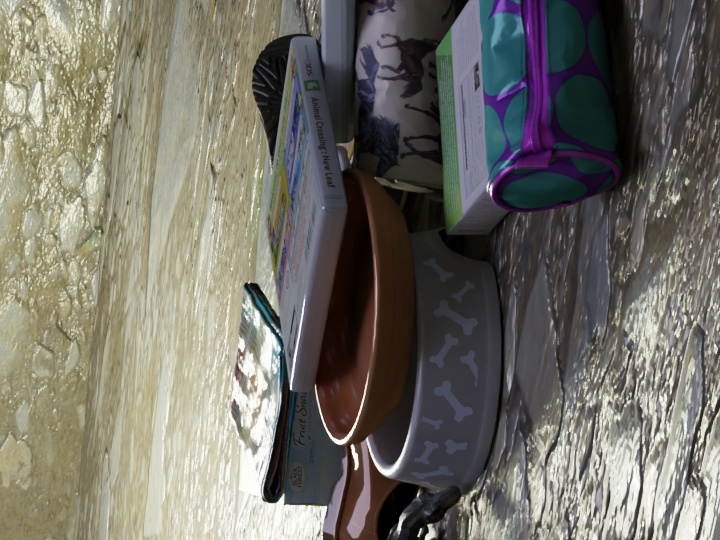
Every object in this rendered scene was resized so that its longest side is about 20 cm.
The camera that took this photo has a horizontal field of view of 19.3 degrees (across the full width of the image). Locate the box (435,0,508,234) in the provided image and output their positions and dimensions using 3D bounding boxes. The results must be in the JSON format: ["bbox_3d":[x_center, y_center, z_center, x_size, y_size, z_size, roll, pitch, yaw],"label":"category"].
[{"bbox_3d":[0.096,-0.123,1.435,0.200,0.036,0.146,132,138,-67],"label":"box"}]

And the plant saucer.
[{"bbox_3d":[0.002,0.027,1.547,0.200,0.037,0.202,-179,90,-75],"label":"plant saucer"}]

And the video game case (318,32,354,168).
[{"bbox_3d":[-0.022,-0.127,1.924,0.201,0.025,0.182,111,157,-51],"label":"video game case"}]

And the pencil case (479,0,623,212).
[{"bbox_3d":[0.108,-0.140,1.279,0.092,0.084,0.202,49,-145,-67],"label":"pencil case"}]

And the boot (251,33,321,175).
[{"bbox_3d":[-0.050,-0.076,1.826,0.201,0.066,0.176,82,-174,-53],"label":"boot"}]

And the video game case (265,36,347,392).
[{"bbox_3d":[-0.043,-0.042,1.601,0.201,0.022,0.183,101,164,-46],"label":"video game case"}]

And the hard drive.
[{"bbox_3d":[-0.014,-0.217,1.607,0.132,0.026,0.201,-84,-5,-55],"label":"hard drive"}]

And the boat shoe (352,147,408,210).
[{"bbox_3d":[0.018,-0.123,1.698,0.067,0.056,0.201,-105,22,-48],"label":"boat shoe"}]

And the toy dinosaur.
[{"bbox_3d":[0.029,0.235,1.567,0.088,0.047,0.201,-13,-54,-64],"label":"toy dinosaur"}]

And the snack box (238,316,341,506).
[{"bbox_3d":[-0.061,0.127,1.963,0.200,0.067,0.170,171,101,-74],"label":"snack box"}]

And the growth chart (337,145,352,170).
[{"bbox_3d":[0.000,0.000,1.729,0.145,0.018,0.201,-109,10,-57],"label":"growth chart"}]

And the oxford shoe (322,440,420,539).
[{"bbox_3d":[0.023,0.136,1.670,0.071,0.071,0.202,8,94,45],"label":"oxford shoe"}]

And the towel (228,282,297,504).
[{"bbox_3d":[-0.090,0.107,1.903,0.200,0.022,0.148,-129,44,-68],"label":"towel"}]

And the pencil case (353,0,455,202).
[{"bbox_3d":[0.039,-0.153,1.581,0.077,0.089,0.202,0,89,47],"label":"pencil case"}]

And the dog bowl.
[{"bbox_3d":[0.047,0.064,1.557,0.200,0.058,0.202,-179,90,-76],"label":"dog bowl"}]
